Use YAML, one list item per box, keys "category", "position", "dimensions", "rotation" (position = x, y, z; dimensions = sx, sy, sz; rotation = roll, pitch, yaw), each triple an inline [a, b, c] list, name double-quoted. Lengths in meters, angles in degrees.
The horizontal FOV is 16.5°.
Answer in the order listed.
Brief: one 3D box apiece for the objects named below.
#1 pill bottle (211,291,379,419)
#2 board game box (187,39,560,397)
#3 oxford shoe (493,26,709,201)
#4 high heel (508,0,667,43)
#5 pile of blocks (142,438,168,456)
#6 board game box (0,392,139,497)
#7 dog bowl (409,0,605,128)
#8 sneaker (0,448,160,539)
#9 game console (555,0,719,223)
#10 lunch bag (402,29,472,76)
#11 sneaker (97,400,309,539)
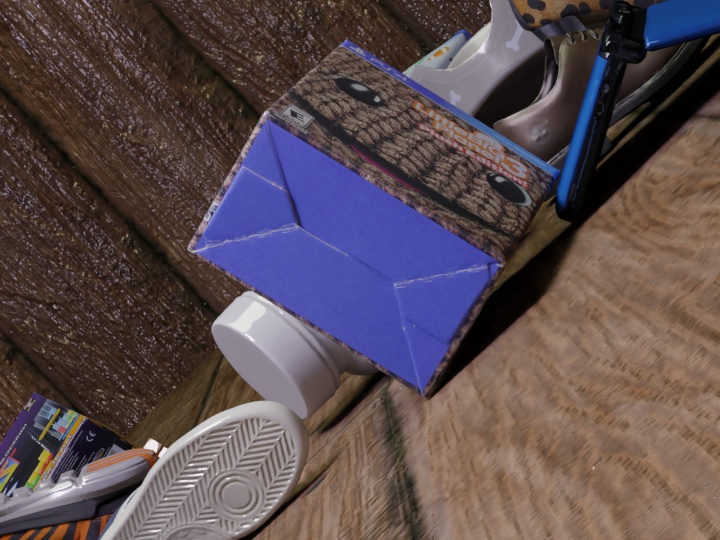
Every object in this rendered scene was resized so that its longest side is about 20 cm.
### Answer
- category: "pill bottle"
  position: [0.000, 0.000, 1.668]
  dimensions: [0.200, 0.120, 0.120]
  rotation: [-45, 4, -18]
- category: "board game box"
  position: [0.013, -0.036, 1.455]
  dimensions: [0.097, 0.159, 0.200]
  rotation: [-59, -2, 21]
- category: "oxford shoe"
  position: [0.173, -0.144, 1.714]
  dimensions: [0.200, 0.084, 0.073]
  rotation: [-43, 2, -8]
- category: "high heel"
  position: [0.205, -0.227, 1.831]
  dimensions: [0.200, 0.143, 0.071]
  rotation: [-45, 4, -18]
- category: "pile of blocks"
  position: [-0.168, 0.205, 1.719]
  dimensions: [0.200, 0.062, 0.082]
  rotation: [-47, -24, -34]
- category: "board game box"
  position: [-0.250, 0.193, 1.803]
  dimensions: [0.200, 0.057, 0.165]
  rotation: [-59, 20, -8]
- category: "dog bowl"
  position: [0.130, -0.153, 1.923]
  dimensions: [0.200, 0.059, 0.200]
  rotation: [-30, -23, -14]
- category: "sneaker"
  position: [-0.208, 0.198, 1.613]
  dimensions: [0.200, 0.112, 0.078]
  rotation: [-18, 6, 2]
- category: "game console"
  position: [0.202, -0.114, 1.554]
  dimensions: [0.200, 0.118, 0.171]
  rotation: [-56, -18, -76]
- category: "lunch bag"
  position: [0.059, -0.160, 2.884]
  dimensions: [0.200, 0.124, 0.170]
  rotation: [-28, 15, 48]
- category: "sneaker"
  position: [-0.104, 0.141, 1.531]
  dimensions: [0.200, 0.075, 0.085]
  rotation: [-43, 8, 22]
